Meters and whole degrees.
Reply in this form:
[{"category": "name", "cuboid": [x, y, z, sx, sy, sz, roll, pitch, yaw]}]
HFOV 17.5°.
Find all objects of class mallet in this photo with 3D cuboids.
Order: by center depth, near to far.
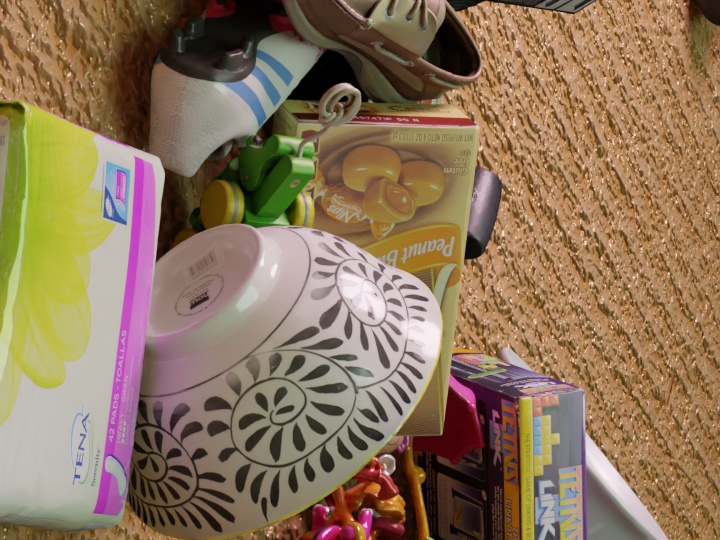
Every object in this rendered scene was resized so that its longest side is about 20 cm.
[{"category": "mallet", "cuboid": [0.063, -0.096, 1.673, 0.200, 0.041, 0.066, 72, 30, -43]}]

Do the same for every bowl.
[{"category": "bowl", "cuboid": [-0.065, 0.038, 1.243, 0.094, 0.200, 0.201, 55, 41, -32]}, {"category": "bowl", "cuboid": [0.140, 0.162, 1.774, 0.201, 0.090, 0.201, 50, 6, -7]}]

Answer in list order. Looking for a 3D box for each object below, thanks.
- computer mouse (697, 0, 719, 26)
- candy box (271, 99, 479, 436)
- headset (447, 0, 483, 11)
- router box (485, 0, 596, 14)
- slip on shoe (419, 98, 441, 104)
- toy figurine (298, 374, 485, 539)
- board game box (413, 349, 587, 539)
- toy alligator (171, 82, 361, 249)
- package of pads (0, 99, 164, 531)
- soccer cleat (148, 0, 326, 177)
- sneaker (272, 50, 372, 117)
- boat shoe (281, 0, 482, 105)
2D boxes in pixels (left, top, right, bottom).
[{"category": "computer mouse", "cuboid": [0.370, -0.269, 2.364, 0.200, 0.046, 0.141, -70, 149, -59]}, {"category": "candy box", "cuboid": [0.000, 0.000, 1.411, 0.055, 0.115, 0.201, -132, -135, -65]}, {"category": "headset", "cuboid": [0.041, -0.233, 1.609, 0.200, 0.094, 0.124, -64, 144, -71]}, {"category": "router box", "cuboid": [0.082, -0.276, 1.545, 0.157, 0.052, 0.200, 1, 68, -45]}, {"category": "slip on shoe", "cuboid": [0.020, -0.078, 1.565, 0.061, 0.074, 0.201, -12, 105, -42]}, {"category": "toy figurine", "cuboid": [0.018, 0.143, 1.546, 0.200, 0.150, 0.185, 15, 63, -41]}, {"category": "board game box", "cuboid": [0.096, 0.167, 1.641, 0.057, 0.165, 0.201, -6, 101, -26]}, {"category": "toy alligator", "cuboid": [-0.059, -0.047, 1.317, 0.059, 0.200, 0.054, 5, 44, -36]}, {"category": "package of pads", "cuboid": [-0.165, 0.025, 1.141, 0.154, 0.068, 0.201, 21, 73, -66]}, {"category": "soccer cleat", "cuboid": [-0.073, -0.115, 1.358, 0.200, 0.070, 0.087, -42, 152, -61]}, {"category": "sneaker", "cuboid": [-0.014, -0.089, 1.492, 0.093, 0.070, 0.200, -32, 122, -77]}, {"category": "boat shoe", "cuboid": [0.014, -0.157, 1.359, 0.200, 0.072, 0.076, 35, 55, -59]}]
